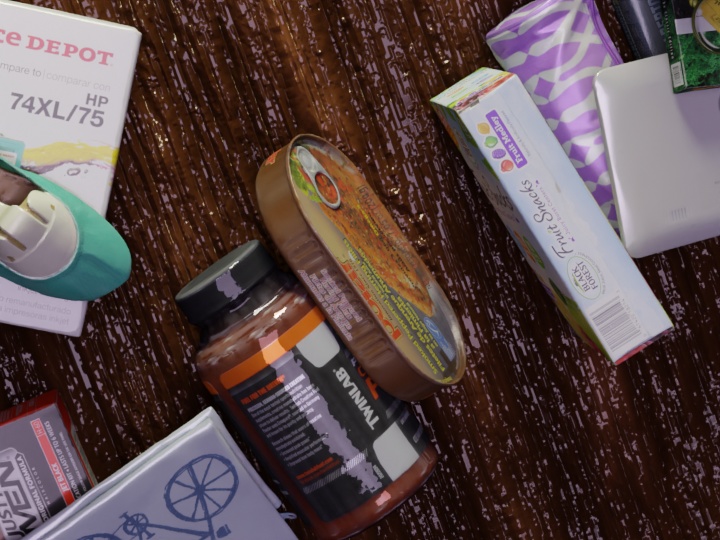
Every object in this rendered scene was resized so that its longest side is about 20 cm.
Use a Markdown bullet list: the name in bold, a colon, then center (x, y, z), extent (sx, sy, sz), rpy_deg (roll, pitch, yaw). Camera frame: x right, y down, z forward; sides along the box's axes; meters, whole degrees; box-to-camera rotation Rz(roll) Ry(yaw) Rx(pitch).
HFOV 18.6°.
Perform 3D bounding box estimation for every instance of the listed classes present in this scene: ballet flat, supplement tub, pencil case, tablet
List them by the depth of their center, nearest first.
- **ballet flat**: center (-0.228, -0.040, 1.329), extent (0.200, 0.070, 0.067), rpy_deg (34, 91, -10)
- **tablet**: center (0.256, -0.093, 1.490), extent (0.200, 0.014, 0.130), rpy_deg (-15, 100, -20)
- **supplement tub**: center (-0.041, 0.079, 1.493), extent (0.107, 0.107, 0.200), rpy_deg (-36, 99, -2)
- **pencil case**: center (0.167, -0.104, 1.511), extent (0.085, 0.084, 0.200), rpy_deg (-28, 101, 31)

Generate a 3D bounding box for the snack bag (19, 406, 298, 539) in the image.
- **snack bag**: center (-0.129, 0.213, 1.507), extent (0.188, 0.021, 0.200), rpy_deg (-36, 124, -3)

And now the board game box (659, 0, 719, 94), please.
- **board game box**: center (0.296, -0.182, 1.486), extent (0.200, 0.023, 0.105), rpy_deg (-9, 90, -19)

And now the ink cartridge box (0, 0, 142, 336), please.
- **ink cartridge box**: center (-0.234, -0.075, 1.434), extent (0.147, 0.146, 0.200), rpy_deg (11, 94, -8)

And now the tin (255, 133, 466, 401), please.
- **tin**: center (0.000, 0.000, 1.489), extent (0.042, 0.112, 0.200), rpy_deg (-32, 99, 21)

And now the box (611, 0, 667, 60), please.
- **box**: center (0.250, -0.218, 1.528), extent (0.158, 0.051, 0.200), rpy_deg (-26, 98, -5)

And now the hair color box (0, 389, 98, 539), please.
- **hair color box**: center (-0.280, 0.167, 1.495), extent (0.200, 0.061, 0.102), rpy_deg (-24, 99, -4)

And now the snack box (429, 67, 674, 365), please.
- **snack box**: center (0.127, -0.040, 1.484), extent (0.053, 0.142, 0.200), rpy_deg (-33, 99, -2)
